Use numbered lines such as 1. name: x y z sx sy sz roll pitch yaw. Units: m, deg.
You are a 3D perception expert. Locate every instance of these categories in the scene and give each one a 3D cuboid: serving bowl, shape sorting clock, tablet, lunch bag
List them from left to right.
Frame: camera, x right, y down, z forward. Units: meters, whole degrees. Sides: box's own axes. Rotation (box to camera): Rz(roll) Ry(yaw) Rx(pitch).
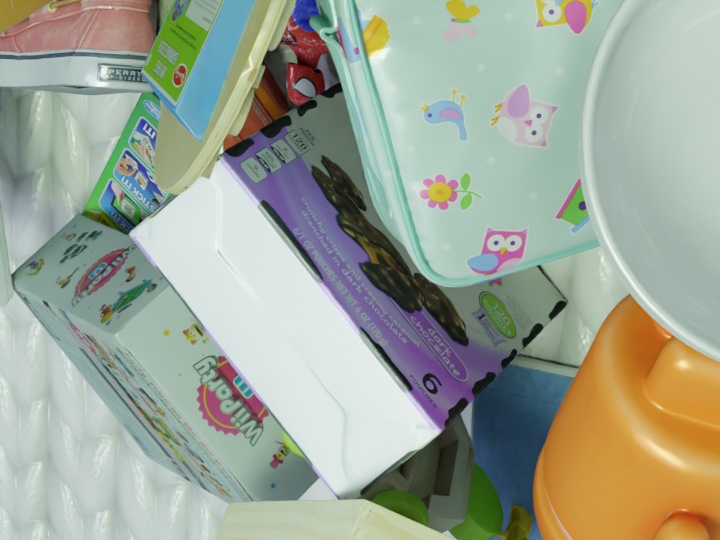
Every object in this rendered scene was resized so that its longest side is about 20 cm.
1. shape sorting clock: -0.052 -0.129 1.227 0.039 0.201 0.200 24 143 -15
2. lunch bag: 0.062 -0.101 1.237 0.077 0.159 0.201 -117 10 -64
3. tablet: 0.137 0.121 1.417 0.199 0.014 0.131 11 104 40
4. serving bowl: 0.184 -0.050 1.152 0.201 0.200 0.066 53 169 -2

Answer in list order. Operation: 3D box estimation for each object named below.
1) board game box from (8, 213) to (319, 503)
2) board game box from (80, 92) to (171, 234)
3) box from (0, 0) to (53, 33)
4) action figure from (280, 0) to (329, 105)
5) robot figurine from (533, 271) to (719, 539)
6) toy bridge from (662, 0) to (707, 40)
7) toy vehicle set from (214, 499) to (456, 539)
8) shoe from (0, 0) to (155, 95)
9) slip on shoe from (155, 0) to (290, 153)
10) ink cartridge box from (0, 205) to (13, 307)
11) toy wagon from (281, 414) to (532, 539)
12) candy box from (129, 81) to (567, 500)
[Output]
1. board game box: -0.109 0.054 1.525 0.148 0.064 0.200 53 167 -22
2. board game box: -0.068 -0.004 1.543 0.200 0.029 0.135 45 140 9
3. box: -0.177 -0.211 1.356 0.097 0.200 0.125 10 126 39
4. action figure: -0.045 -0.175 1.378 0.065 0.052 0.201 10 128 35
5. robot figurine: 0.147 0.081 1.243 0.144 0.116 0.201 59 150 28
6. toy bridge: 0.149 -0.131 1.195 0.027 0.067 0.201 9 140 48
7. toy vehicle set: 0.015 0.150 1.325 0.124 0.027 0.200 25 166 -17
8. shoe: -0.165 -0.147 1.507 0.200 0.071 0.092 7 93 62
9. slip on shoe: -0.070 -0.093 1.448 0.074 0.061 0.202 -167 68 -64
10. ink cartridge box: -0.274 -0.099 1.599 0.200 0.043 0.199 37 138 53
11. toy wagon: 0.018 0.082 1.405 0.039 0.156 0.200 -30 113 24
12. candy box: 0.000 0.000 1.338 0.071 0.200 0.168 -39 90 28
